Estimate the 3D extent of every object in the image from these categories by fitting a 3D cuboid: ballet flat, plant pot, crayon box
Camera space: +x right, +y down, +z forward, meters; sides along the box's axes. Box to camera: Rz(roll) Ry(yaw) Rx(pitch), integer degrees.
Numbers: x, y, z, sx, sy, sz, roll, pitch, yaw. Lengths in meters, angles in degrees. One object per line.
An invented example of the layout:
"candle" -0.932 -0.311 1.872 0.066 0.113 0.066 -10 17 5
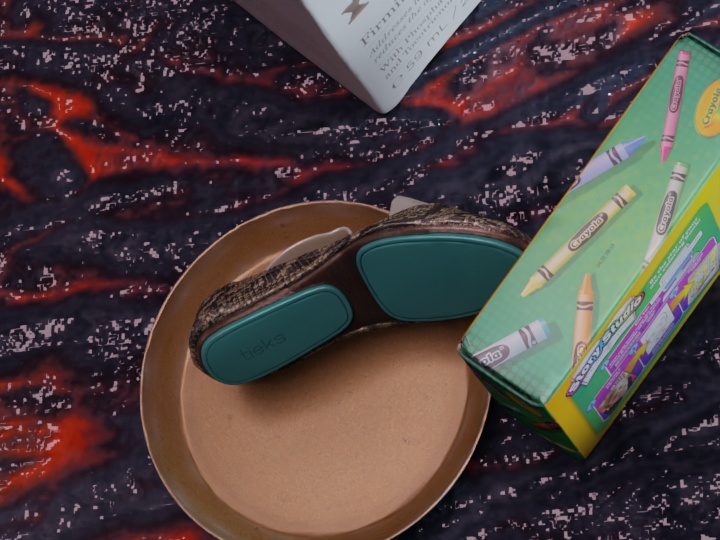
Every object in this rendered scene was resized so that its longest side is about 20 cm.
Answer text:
"ballet flat" 0.000 0.000 1.343 0.199 0.068 0.076 -19 35 16
"plant pot" -0.022 0.061 1.379 0.199 0.027 0.201 -5 71 15
"crayon box" 0.140 -0.009 1.305 0.058 0.119 0.200 34 84 22

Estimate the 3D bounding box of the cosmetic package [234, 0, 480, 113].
"cosmetic package" -0.017 -0.222 1.373 0.166 0.200 0.168 39 87 23
